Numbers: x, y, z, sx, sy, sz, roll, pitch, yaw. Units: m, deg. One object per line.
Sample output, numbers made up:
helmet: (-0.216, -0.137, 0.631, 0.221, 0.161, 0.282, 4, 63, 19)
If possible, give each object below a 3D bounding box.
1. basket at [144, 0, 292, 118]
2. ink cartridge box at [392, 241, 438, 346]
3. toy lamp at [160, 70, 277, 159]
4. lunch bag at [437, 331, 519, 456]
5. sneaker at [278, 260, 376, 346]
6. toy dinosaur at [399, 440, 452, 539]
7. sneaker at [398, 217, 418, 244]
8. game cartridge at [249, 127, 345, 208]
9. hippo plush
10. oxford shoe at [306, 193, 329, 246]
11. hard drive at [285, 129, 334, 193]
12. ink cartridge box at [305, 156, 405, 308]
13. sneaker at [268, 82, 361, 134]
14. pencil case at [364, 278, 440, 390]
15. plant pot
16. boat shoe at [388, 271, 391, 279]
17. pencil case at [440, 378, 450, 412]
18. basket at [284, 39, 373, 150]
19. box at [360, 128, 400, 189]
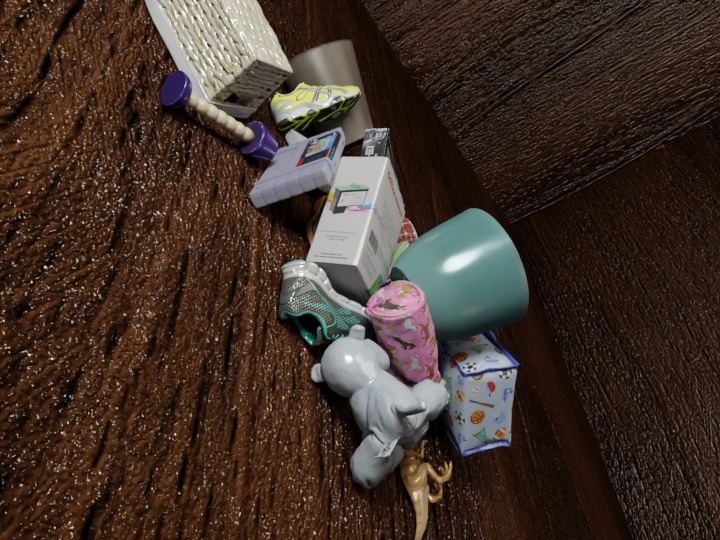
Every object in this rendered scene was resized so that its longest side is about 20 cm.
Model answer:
basket: (-0.212, -0.358, 0.847, 0.201, 0.123, 0.135, 63, 23, 1)
ink cartridge box: (0.101, 0.061, 1.093, 0.201, 0.048, 0.146, 57, 40, -16)
toy lamp: (-0.197, -0.219, 0.806, 0.200, 0.058, 0.059, 27, 40, -55)
lunch bag: (0.195, 0.199, 0.993, 0.200, 0.123, 0.171, -129, -144, -66)
sneaker: (-0.051, 0.075, 0.786, 0.200, 0.077, 0.092, 42, 45, -34)
toy dinosaur: (0.086, 0.321, 0.817, 0.106, 0.061, 0.201, 17, 38, -28)
sneaker: (0.113, -0.025, 1.254, 0.082, 0.077, 0.201, -2, 75, -70)
game cartridge: (-0.094, -0.172, 0.878, 0.039, 0.129, 0.200, 61, 19, -26)
hippo plush: (0.004, 0.175, 0.725, 0.161, 0.160, 0.200, 40, 7, 21)
oxford shoe: (-0.044, -0.082, 0.956, 0.071, 0.073, 0.201, 46, 27, -33)
hard drive: (-0.060, -0.196, 1.095, 0.132, 0.027, 0.200, 59, 20, 20)
ink cartridge box: (0.000, -0.058, 0.865, 0.145, 0.083, 0.201, 64, 37, -55)
sneaker: (-0.083, -0.331, 1.058, 0.199, 0.075, 0.077, -26, 82, -31)
pencil case: (0.067, 0.110, 0.818, 0.086, 0.083, 0.201, 28, -35, 42)
plant pot: (0.144, 0.021, 0.888, 0.201, 0.160, 0.202, 158, -90, -77)
boat shoe: (0.120, 0.041, 1.039, 0.200, 0.073, 0.063, 37, 41, -38)
pencil case: (0.088, 0.152, 0.950, 0.083, 0.091, 0.201, -5, 60, -26)
basket: (-0.056, -0.363, 1.177, 0.201, 0.180, 0.136, 66, -21, -7)
box: (0.038, -0.159, 1.108, 0.200, 0.049, 0.159, 71, 24, -56)
